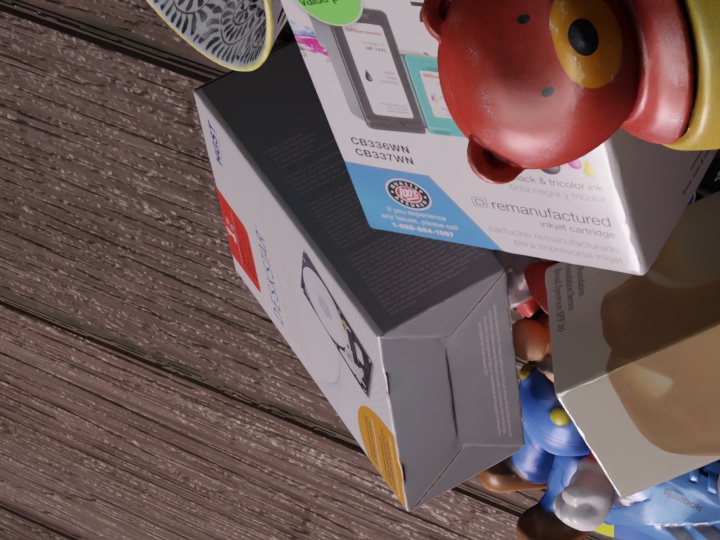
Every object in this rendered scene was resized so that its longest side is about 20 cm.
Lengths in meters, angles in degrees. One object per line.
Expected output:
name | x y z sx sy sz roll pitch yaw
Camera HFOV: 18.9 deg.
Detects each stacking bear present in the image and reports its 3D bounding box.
stacking bear | 0.123 -0.092 0.787 0.114 0.198 0.122 180 74 -75

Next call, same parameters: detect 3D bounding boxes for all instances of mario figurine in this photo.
mario figurine | 0.098 0.062 1.169 0.123 0.106 0.201 24 131 15

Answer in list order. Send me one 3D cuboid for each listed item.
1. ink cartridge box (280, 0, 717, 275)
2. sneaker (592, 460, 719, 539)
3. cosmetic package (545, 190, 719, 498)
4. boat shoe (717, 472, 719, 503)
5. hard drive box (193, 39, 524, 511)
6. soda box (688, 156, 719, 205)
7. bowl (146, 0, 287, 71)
ink cartridge box | 0.066 -0.128 0.927 0.146 0.146 0.201 10 141 32
sneaker | 0.192 0.121 1.233 0.199 0.066 0.079 12 139 32
cosmetic package | 0.186 0.012 0.966 0.199 0.106 0.071 -26 120 16
boat shoe | 0.249 0.065 1.023 0.074 0.065 0.202 35 112 -20
hard drive box | 0.000 0.000 1.146 0.200 0.076 0.156 53 163 37
soda box | 0.211 0.038 1.094 0.063 0.071 0.200 -9 128 49
bowl | -0.065 -0.199 0.974 0.201 0.094 0.201 49 162 22
